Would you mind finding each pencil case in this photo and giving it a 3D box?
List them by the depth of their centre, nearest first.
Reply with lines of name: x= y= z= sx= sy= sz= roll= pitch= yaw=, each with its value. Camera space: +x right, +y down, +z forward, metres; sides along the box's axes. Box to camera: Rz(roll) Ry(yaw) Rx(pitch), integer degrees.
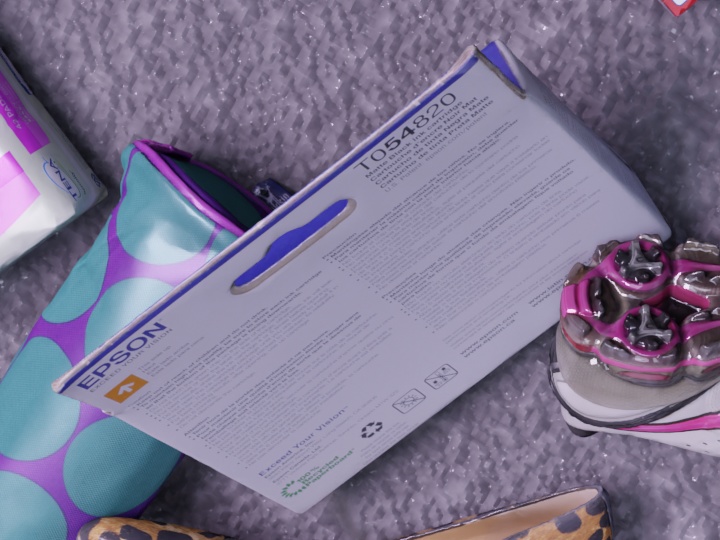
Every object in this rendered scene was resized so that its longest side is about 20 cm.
pencil case: x=-0.105 y=0.043 z=1.091 sx=0.092 sy=0.085 sz=0.200 roll=47 pitch=110 yaw=36

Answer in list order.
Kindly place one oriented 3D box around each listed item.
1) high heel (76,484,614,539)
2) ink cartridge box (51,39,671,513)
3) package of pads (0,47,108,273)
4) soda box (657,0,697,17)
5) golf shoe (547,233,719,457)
high heel: x=-0.002 y=0.108 z=1.078 sx=0.200 sy=0.071 sz=0.143 roll=28 pitch=112 yaw=-18
ink cartridge box: x=0.000 y=0.000 z=1.004 sx=0.199 sy=0.200 sz=0.041 roll=-37 pitch=60 yaw=10
package of pads: x=-0.230 y=-0.036 z=1.108 sx=0.200 sy=0.068 sz=0.155 roll=-35 pitch=93 yaw=15
soda box: x=0.174 y=-0.186 z=0.999 sx=0.200 sy=0.070 sz=0.063 roll=-41 pitch=92 yaw=16
golf shoe: x=0.174 y=0.035 z=1.053 sx=0.199 sy=0.073 sz=0.092 roll=4 pitch=142 yaw=0
